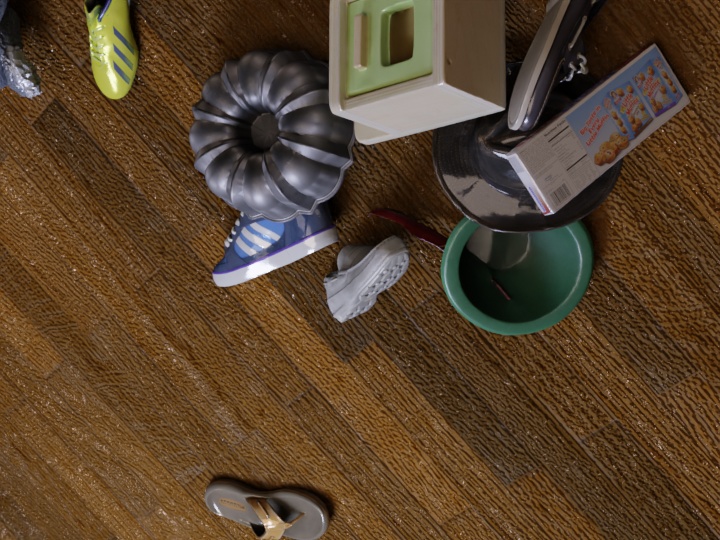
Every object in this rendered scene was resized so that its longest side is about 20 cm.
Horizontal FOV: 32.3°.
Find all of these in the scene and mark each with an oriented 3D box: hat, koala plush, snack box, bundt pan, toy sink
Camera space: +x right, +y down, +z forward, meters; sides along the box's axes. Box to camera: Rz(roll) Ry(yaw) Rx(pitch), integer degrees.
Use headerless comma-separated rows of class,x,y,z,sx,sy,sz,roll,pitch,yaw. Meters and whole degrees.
hat,0.148,-0.044,1.417,0.200,0.176,0.166,33,104,-21
hat,0.171,-0.131,1.265,0.199,0.081,0.202,0,88,5
koala plush,-0.468,-0.301,1.496,0.176,0.184,0.201,11,132,21
snack box,0.237,-0.141,1.227,0.072,0.200,0.024,55,162,-9
bundt pan,-0.108,-0.155,1.395,0.201,0.076,0.203,0,89,22
toy sink,0.037,-0.218,1.268,0.199,0.112,0.131,-8,76,42

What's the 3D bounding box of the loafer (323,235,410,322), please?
loafer,0.000,0.000,1.446,0.070,0.070,0.200,61,152,9

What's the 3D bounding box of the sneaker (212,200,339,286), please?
sneaker,-0.124,-0.074,1.502,0.199,0.080,0.147,-20,95,38

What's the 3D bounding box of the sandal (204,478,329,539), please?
sandal,-0.136,0.341,1.732,0.199,0.054,0.081,8,119,22

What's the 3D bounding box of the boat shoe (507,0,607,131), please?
boat shoe,0.203,-0.219,1.213,0.062,0.201,0.073,25,168,-8

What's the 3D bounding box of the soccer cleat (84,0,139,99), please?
soccer cleat,-0.301,-0.292,1.459,0.064,0.084,0.201,18,122,16
